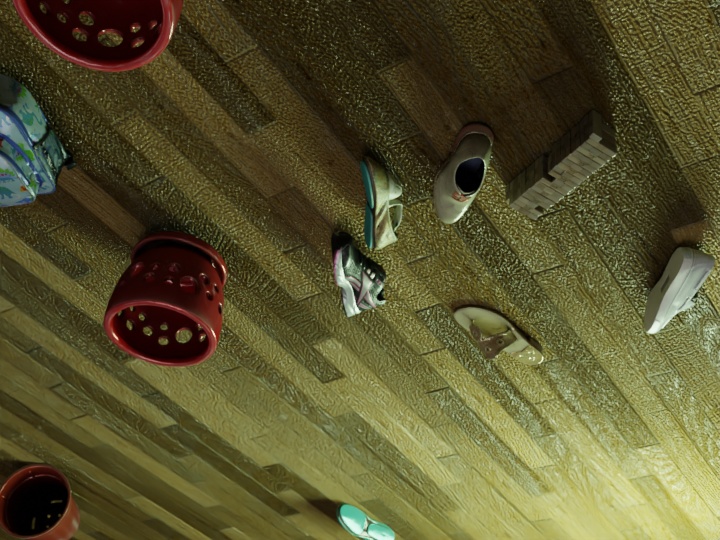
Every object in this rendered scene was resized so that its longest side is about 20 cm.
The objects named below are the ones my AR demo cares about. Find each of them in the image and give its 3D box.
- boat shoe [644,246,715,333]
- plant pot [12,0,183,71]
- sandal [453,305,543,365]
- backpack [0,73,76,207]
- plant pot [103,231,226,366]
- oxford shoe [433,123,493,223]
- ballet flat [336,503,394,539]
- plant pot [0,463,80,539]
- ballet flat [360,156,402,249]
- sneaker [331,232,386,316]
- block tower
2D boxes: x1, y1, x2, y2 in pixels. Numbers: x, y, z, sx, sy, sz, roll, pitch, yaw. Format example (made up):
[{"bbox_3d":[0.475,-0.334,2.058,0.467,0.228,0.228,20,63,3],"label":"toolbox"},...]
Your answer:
[{"bbox_3d":[0.545,0.038,1.552,0.068,0.072,0.200,10,131,0],"label":"boat shoe"},{"bbox_3d":[-0.309,-0.381,1.130,0.200,0.183,0.201,6,140,5],"label":"plant pot"},{"bbox_3d":[0.266,0.142,1.719,0.211,0.070,0.078,30,136,-23],"label":"sandal"},{"bbox_3d":[-0.581,-0.201,1.425,0.182,0.147,0.200,-2,136,10],"label":"backpack"},{"bbox_3d":[-0.338,0.047,1.627,0.200,0.183,0.201,6,139,5],"label":"plant pot"},{"bbox_3d":[0.153,-0.134,1.413,0.071,0.074,0.200,11,140,-2],"label":"oxford shoe"},{"bbox_3d":[-0.001,0.682,2.415,0.200,0.067,0.070,34,148,-24],"label":"ballet flat"},{"bbox_3d":[-0.863,0.656,2.467,0.200,0.201,0.195,6,148,4],"label":"plant pot"},{"bbox_3d":[0.037,-0.114,1.477,0.070,0.071,0.200,4,139,7],"label":"ballet flat"},{"bbox_3d":[0.000,0.000,1.605,0.086,0.081,0.200,-10,145,3],"label":"sneaker"},{"bbox_3d":[0.304,-0.154,1.377,0.058,0.054,0.200,25,138,-19],"label":"block tower"}]
